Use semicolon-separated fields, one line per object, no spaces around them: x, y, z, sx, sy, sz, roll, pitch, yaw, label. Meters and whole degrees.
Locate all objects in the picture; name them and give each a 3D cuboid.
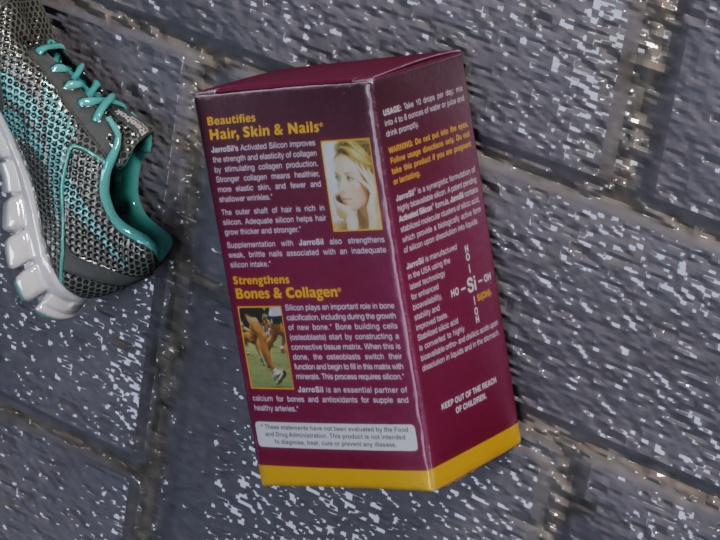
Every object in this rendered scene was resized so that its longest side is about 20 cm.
-0.154;-0.079;1.280;0.090;0.078;0.202;-12;99;21;sneaker
0.000;0.000;1.169;0.110;0.085;0.202;-2;102;36;supplement box
